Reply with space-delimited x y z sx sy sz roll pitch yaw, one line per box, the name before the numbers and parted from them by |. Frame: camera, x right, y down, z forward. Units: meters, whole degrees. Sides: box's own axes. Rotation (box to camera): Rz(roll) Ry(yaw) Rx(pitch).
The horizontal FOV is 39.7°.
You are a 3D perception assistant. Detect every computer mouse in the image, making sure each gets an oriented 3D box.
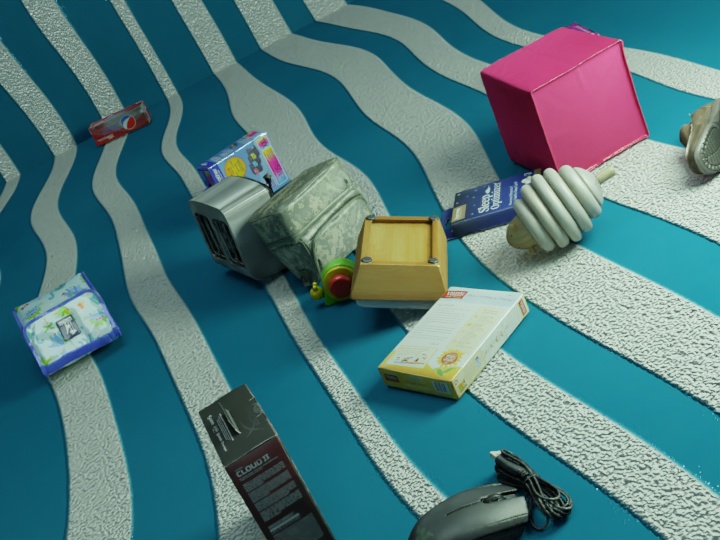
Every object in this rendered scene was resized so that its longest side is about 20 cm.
computer mouse | 0.127 0.277 1.132 0.199 0.053 0.138 -33 28 -13

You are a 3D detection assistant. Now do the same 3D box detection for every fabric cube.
fabric cube | 0.369 -0.303 1.809 0.199 0.197 0.199 -29 26 -9

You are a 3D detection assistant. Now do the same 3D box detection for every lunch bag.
lunch bag | -0.582 0.115 1.989 0.169 0.128 0.200 -30 39 -14
lunch bag | -0.076 -0.088 1.849 0.200 0.168 0.139 -45 20 -31

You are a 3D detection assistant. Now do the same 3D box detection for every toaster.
toaster | -0.229 -0.090 1.951 0.118 0.202 0.180 -33 27 -25

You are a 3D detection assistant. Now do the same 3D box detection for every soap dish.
soap dish | 0.066 -0.019 1.642 0.155 0.082 0.201 1 30 3

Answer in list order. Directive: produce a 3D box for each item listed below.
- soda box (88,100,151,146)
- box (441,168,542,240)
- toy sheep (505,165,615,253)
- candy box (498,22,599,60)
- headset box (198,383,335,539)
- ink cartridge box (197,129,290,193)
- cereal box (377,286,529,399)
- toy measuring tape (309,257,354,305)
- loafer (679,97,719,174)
soda box | -0.801 -0.490 3.325 0.198 0.070 0.064 -22 27 7
box | 0.231 -0.116 1.779 0.198 0.033 0.122 -17 28 20
toy sheep | 0.314 -0.103 1.574 0.200 0.138 0.138 -40 24 12
candy box | 0.424 -0.472 2.218 0.199 0.061 0.137 -27 27 -1
headset box | -0.122 0.248 1.241 0.075 0.201 0.149 -30 27 -10
ink cartridge box | -0.279 -0.212 2.283 0.199 0.137 0.076 -36 23 -20
cereal box | 0.137 0.101 1.458 0.143 0.040 0.200 5 39 46
toy measuring tape | 0.000 0.000 1.728 0.198 0.074 0.074 -22 26 8
loafer | 0.558 -0.210 1.629 0.071 0.073 0.200 -18 20 38
